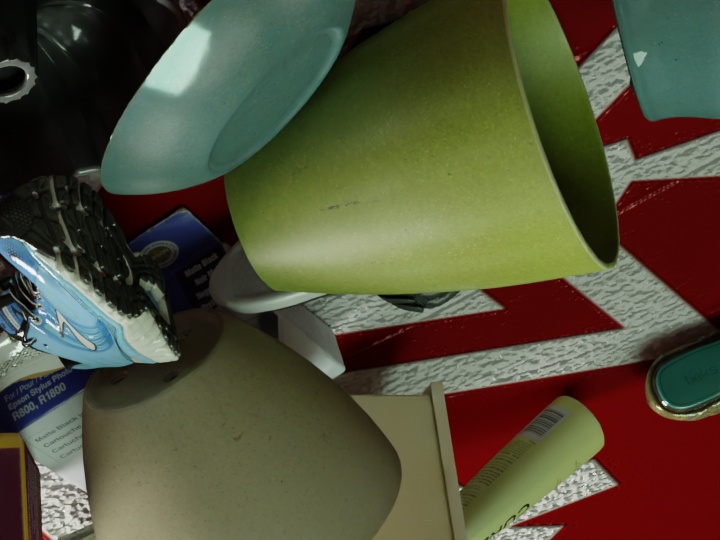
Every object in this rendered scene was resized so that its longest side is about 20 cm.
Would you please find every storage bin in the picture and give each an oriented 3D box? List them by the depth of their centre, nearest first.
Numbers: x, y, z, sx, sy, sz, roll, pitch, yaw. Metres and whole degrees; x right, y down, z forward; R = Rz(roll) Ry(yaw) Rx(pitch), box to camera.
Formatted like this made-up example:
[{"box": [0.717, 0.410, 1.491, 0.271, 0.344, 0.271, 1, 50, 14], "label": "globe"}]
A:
[{"box": [-0.005, 0.209, 1.729, 0.093, 0.201, 0.199, 1, 153, -21], "label": "storage bin"}]

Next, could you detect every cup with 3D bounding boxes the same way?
[{"box": [-0.094, 0.110, 1.550, 0.199, 0.201, 0.144, -27, 115, 6], "label": "cup"}]

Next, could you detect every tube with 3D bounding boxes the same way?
[{"box": [0.094, 0.169, 1.821, 0.200, 0.052, 0.058, -38, 142, -26], "label": "tube"}]

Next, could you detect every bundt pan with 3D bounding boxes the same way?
[{"box": [-0.196, -0.126, 1.332, 0.200, 0.076, 0.203, -14, 143, -11], "label": "bundt pan"}]

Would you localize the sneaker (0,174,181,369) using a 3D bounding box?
[{"box": [-0.170, 0.016, 1.418, 0.089, 0.079, 0.200, -19, 153, 7], "label": "sneaker"}]

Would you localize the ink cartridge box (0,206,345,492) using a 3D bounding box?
[{"box": [-0.137, 0.065, 1.640, 0.199, 0.041, 0.200, -33, 143, 13], "label": "ink cartridge box"}]

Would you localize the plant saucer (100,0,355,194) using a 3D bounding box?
[{"box": [-0.060, -0.105, 1.378, 0.201, 0.039, 0.201, -45, 169, -11], "label": "plant saucer"}]

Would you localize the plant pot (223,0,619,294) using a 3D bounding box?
[{"box": [0.027, -0.062, 1.472, 0.199, 0.188, 0.187, -17, 146, 16], "label": "plant pot"}]

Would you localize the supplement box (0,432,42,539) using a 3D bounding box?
[{"box": [-0.266, 0.164, 1.560, 0.130, 0.104, 0.200, -3, 170, -4], "label": "supplement box"}]

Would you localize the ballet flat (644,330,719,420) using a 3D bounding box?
[{"box": [0.303, 0.061, 1.864, 0.199, 0.071, 0.071, -21, 145, -4], "label": "ballet flat"}]

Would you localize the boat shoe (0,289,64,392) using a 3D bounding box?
[{"box": [-0.241, 0.041, 1.536, 0.199, 0.071, 0.069, -27, 131, 9], "label": "boat shoe"}]

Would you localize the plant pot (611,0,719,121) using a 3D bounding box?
[{"box": [0.237, -0.170, 1.430, 0.187, 0.201, 0.200, -12, 146, 12], "label": "plant pot"}]

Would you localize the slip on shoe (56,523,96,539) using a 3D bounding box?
[{"box": [-0.169, 0.200, 1.721, 0.074, 0.062, 0.200, -22, 179, 5], "label": "slip on shoe"}]

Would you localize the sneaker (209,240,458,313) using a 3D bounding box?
[{"box": [0.000, 0.000, 1.592, 0.199, 0.071, 0.100, -25, 143, -15], "label": "sneaker"}]
